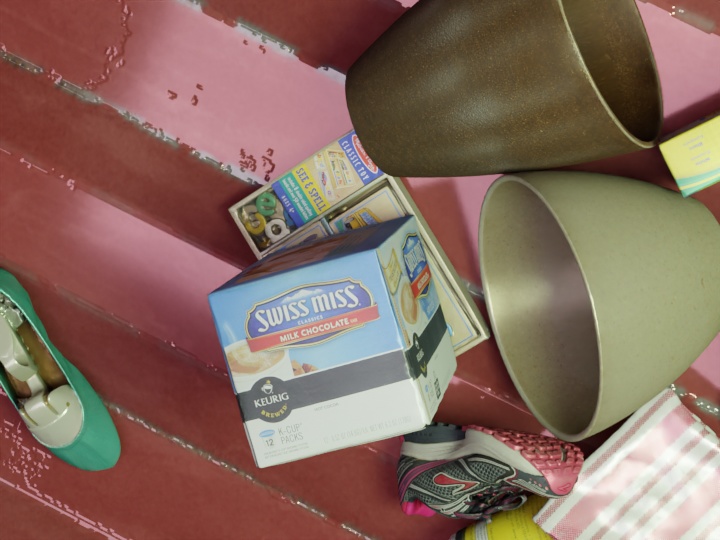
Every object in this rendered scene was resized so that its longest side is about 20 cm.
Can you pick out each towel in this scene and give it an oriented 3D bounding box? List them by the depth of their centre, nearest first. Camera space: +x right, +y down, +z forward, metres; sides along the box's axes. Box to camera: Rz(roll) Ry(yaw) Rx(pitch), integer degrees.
[{"bbox_3d":[0.244,0.201,1.250,0.146,0.030,0.200,-44,79,-6],"label":"towel"}]

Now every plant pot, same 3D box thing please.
[{"bbox_3d":[0.095,-0.145,1.266,0.199,0.187,0.188,-21,95,26],"label":"plant pot"}]

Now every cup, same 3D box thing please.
[{"bbox_3d":[0.192,0.010,1.270,0.142,0.200,0.202,-15,97,-16],"label":"cup"}]

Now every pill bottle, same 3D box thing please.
[{"bbox_3d":[0.175,0.218,1.331,0.199,0.112,0.113,-27,94,14],"label":"pill bottle"}]

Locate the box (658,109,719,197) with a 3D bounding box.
[{"bbox_3d":[0.317,-0.119,1.248,0.199,0.117,0.049,-28,91,13],"label":"box"}]

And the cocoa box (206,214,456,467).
[{"bbox_3d":[-0.015,0.046,1.266,0.132,0.200,0.132,-15,96,12],"label":"cocoa box"}]

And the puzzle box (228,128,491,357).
[{"bbox_3d":[0.000,0.000,1.372,0.132,0.025,0.201,-32,92,13],"label":"puzzle box"}]

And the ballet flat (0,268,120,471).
[{"bbox_3d":[-0.273,0.089,1.412,0.067,0.070,0.201,-32,93,13],"label":"ballet flat"}]

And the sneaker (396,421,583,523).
[{"bbox_3d":[0.098,0.157,1.305,0.080,0.199,0.075,11,82,-29],"label":"sneaker"}]
